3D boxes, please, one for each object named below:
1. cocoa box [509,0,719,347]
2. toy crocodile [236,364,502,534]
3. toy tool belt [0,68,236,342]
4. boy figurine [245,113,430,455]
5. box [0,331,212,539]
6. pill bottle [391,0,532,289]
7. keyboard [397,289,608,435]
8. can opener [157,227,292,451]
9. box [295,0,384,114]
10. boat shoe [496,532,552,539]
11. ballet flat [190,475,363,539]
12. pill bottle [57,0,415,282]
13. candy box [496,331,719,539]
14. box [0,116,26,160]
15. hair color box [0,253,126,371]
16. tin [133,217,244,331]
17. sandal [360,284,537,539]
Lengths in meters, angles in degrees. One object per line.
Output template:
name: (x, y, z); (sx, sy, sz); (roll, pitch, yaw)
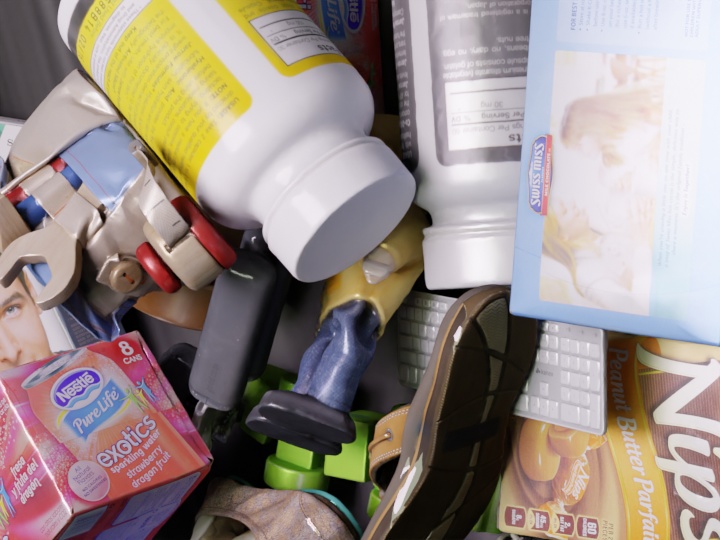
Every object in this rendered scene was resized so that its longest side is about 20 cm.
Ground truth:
cocoa box: (0.168, -0.069, 1.279); (0.133, 0.131, 0.200); (8, 97, 39)
toy crocodile: (0.006, 0.103, 1.475); (0.200, 0.062, 0.068); (16, 103, 34)
toy tool belt: (-0.150, -0.015, 1.389); (0.123, 0.125, 0.200); (-41, 34, -1)
boy figurine: (0.000, 0.000, 1.421); (0.124, 0.064, 0.200); (133, 156, -73)
box: (-0.182, 0.132, 1.475); (0.095, 0.103, 0.200); (59, 141, 17)
pill bottle: (0.076, -0.092, 1.368); (0.113, 0.113, 0.200); (-3, 89, 40)
keyboard: (0.073, 0.047, 1.375); (0.200, 0.011, 0.056); (11, 98, 59)
can opener: (-0.088, 0.045, 1.447); (0.067, 0.053, 0.200); (28, 137, 10)
box: (-0.055, -0.171, 1.482); (0.095, 0.103, 0.200); (-3, 91, 39)
boat shoe: (0.098, 0.174, 1.387); (0.200, 0.074, 0.060); (18, 90, 48)
ballet flat: (-0.065, 0.157, 1.471); (0.068, 0.067, 0.200); (49, 161, -8)
pill bottle: (-0.063, -0.092, 1.360); (0.200, 0.111, 0.111); (50, 121, 21)
candy box: (0.168, 0.090, 1.335); (0.200, 0.055, 0.115); (4, 93, 41)
box: (-0.254, -0.005, 1.697); (0.144, 0.036, 0.200); (10, 98, 39)
hair color box: (-0.198, 0.060, 1.601); (0.099, 0.061, 0.200); (-24, 91, 30)
tin: (-0.129, -0.027, 1.545); (0.200, 0.112, 0.042); (38, 124, 33)
sandal: (0.035, 0.088, 1.357); (0.055, 0.082, 0.200); (39, 126, 37)
